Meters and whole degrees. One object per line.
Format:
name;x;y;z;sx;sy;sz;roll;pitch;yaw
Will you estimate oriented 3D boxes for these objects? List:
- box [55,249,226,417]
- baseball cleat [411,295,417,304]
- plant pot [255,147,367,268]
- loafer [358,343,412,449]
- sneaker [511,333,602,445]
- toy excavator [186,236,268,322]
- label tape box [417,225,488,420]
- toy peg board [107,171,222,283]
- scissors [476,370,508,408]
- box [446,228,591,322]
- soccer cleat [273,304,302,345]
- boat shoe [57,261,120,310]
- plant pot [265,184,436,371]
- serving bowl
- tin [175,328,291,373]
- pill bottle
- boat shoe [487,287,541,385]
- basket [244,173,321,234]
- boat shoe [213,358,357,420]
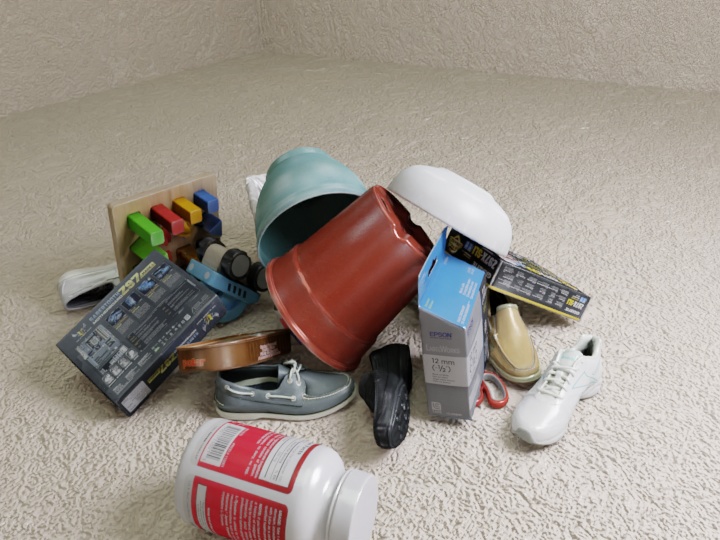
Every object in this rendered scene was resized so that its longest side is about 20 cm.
box;-0.314;0.083;0.927;0.155;0.052;0.201;29;65;28
baseball cleat;0.134;0.039;1.053;0.104;0.072;0.200;-14;30;-21
plant pot;-0.079;-0.103;1.006;0.194;0.202;0.137;-11;58;-16
loafer;0.030;0.163;0.843;0.068;0.070;0.202;-6;22;10
sneaker;0.256;0.148;0.835;0.069;0.082;0.198;21;37;35
toy excavator;-0.258;0.049;1.053;0.098;0.205;0.193;20;-6;39
label tape box;0.126;0.066;0.839;0.064;0.206;0.144;5;29;20
toy peg board;-0.305;-0.034;1.097;0.097;0.205;0.197;30;41;35
scissors;0.155;0.136;0.938;0.071;0.014;0.201;-9;27;-5
box;0.246;0.005;1.028;0.196;0.050;0.160;19;15;-28
soccer cleat;-0.097;0.061;1.056;0.067;0.075;0.200;-25;10;5
boat shoe;-0.432;0.023;1.142;0.195;0.073;0.069;-9;49;-27
plant pot;0.000;0.000;0.912;0.195;0.200;0.202;-41;22;17
serving bowl;0.137;-0.097;0.921;0.196;0.067;0.200;30;8;-4
tin;-0.173;0.111;0.898;0.109;0.043;0.199;-3;0;24
pill bottle;-0.085;0.231;0.670;0.194;0.115;0.112;9;30;21
boat shoe;0.215;0.085;0.954;0.069;0.078;0.201;-6;28;-6
basket;-0.108;-0.085;1.209;0.192;0.165;0.201;-8;29;-11
boat shoe;-0.101;0.155;0.866;0.193;0.064;0.073;-4;28;-3
